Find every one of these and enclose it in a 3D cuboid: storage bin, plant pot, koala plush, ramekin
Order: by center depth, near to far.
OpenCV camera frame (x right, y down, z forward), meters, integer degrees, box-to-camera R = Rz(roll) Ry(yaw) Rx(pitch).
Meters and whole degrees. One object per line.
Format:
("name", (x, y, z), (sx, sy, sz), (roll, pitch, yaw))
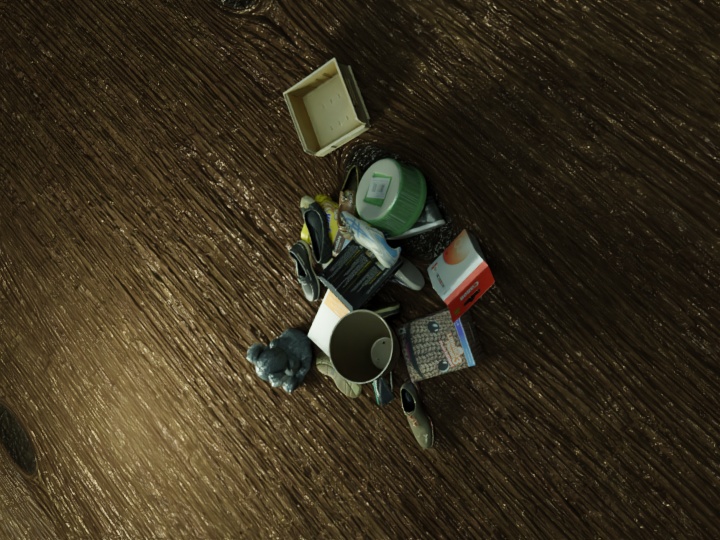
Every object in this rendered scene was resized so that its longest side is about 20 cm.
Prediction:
("ramekin", (0.077, -0.204, 1.661), (0.198, 0.096, 0.205), (-22, 59, 41))
("plant pot", (0.035, 0.219, 1.675), (0.182, 0.199, 0.193), (-6, 75, 21))
("storage bin", (-0.095, -0.467, 1.774), (0.197, 0.093, 0.203), (-24, 84, 28))
("koala plush", (-0.257, 0.278, 1.892), (0.178, 0.199, 0.185), (47, 114, 16))

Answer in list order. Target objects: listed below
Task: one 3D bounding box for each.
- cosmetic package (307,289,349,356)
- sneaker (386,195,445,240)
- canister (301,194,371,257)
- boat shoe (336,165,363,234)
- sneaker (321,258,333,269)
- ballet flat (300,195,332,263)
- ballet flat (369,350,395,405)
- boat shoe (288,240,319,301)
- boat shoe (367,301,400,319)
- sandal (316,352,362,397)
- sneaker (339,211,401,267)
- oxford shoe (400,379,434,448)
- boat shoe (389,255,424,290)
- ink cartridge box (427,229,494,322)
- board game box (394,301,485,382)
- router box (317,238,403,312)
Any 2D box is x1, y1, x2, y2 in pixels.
("cosmetic package", (-0.070, 0.139, 1.783), (0.101, 0.071, 0.203), (38, 124, 21))
("sneaker", (0.135, -0.149, 1.704), (0.196, 0.070, 0.102), (-17, 85, 25))
("canister", (-0.063, -0.115, 1.804), (0.197, 0.086, 0.152), (29, 108, 21))
("boat shoe", (-0.034, -0.203, 1.727), (0.070, 0.068, 0.205), (1, 61, 17))
("sneaker", (-0.034, 0.018, 1.821), (0.200, 0.074, 0.088), (44, 105, 8))
("ballet flat", (-0.127, -0.119, 1.756), (0.065, 0.057, 0.205), (-20, 88, 26))
("ballet flat", (0.054, 0.294, 1.805), (0.072, 0.072, 0.205), (-25, 78, 28))
("boat shoe", (-0.178, 0.012, 1.867), (0.071, 0.062, 0.205), (9, 121, 37))
("boat shoe", (0.041, 0.144, 1.790), (0.198, 0.071, 0.068), (-20, 92, 35))
("sandal", (-0.058, 0.313, 1.876), (0.198, 0.053, 0.082), (30, 105, 38))
("sneaker", (0.025, -0.093, 1.633), (0.199, 0.072, 0.073), (42, 81, 8))
("oxford shoe", (0.154, 0.421, 1.753), (0.069, 0.074, 0.205), (-22, 85, 28))
("boat shoe", (0.092, 0.006, 1.751), (0.200, 0.074, 0.094), (43, 130, 17))
("ink cartridge box", (0.257, 0.012, 1.596), (0.050, 0.202, 0.163), (29, 118, -24))
("board game box", (0.218, 0.197, 1.679), (0.197, 0.096, 0.163), (-22, 85, 29))
("router box", (0.000, 0.000, 1.681), (0.149, 0.051, 0.200), (44, 88, 12))
